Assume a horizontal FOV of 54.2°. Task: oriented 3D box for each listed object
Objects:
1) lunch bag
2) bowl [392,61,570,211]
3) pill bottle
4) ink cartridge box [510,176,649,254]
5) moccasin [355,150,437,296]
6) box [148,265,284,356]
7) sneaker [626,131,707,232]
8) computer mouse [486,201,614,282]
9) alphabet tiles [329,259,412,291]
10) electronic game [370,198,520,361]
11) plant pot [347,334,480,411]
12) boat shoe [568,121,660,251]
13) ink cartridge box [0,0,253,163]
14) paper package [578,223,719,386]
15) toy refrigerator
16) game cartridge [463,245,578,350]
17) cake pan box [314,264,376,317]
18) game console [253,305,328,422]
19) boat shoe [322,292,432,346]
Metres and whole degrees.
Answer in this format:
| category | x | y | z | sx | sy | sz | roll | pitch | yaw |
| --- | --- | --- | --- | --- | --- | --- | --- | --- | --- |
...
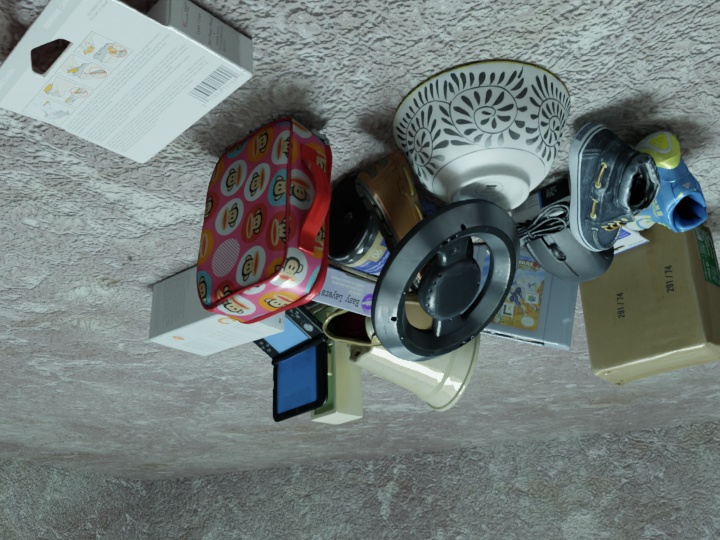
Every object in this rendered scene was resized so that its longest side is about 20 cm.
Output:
| category | x | y | z | sx | sy | sz | roll | pitch | yaw |
| --- | --- | --- | --- | --- | --- | --- | --- | --- | --- |
| lunch bag | -0.094 | -0.058 | 0.751 | 0.173 | 0.206 | 0.081 | -22 | 146 | 39 |
| bowl | 0.133 | -0.121 | 0.762 | 0.194 | 0.097 | 0.202 | -1 | 156 | -1 |
| pill bottle | 0.053 | -0.043 | 0.912 | 0.196 | 0.115 | 0.111 | 17 | 150 | -38 |
| ink cartridge box | 0.307 | -0.066 | 0.980 | 0.197 | 0.040 | 0.098 | 19 | 149 | -38 |
| moccasin | 0.064 | -0.042 | 0.808 | 0.077 | 0.074 | 0.204 | -33 | 115 | -9 |
| box | -0.231 | 0.059 | 1.134 | 0.196 | 0.100 | 0.123 | -19 | 152 | 34 |
| sneaker | 0.365 | -0.076 | 0.862 | 0.074 | 0.107 | 0.200 | -26 | 152 | 7 |
| computer mouse | 0.277 | -0.022 | 0.963 | 0.197 | 0.054 | 0.137 | 18 | 149 | -38 |
| alphabet tiles | 0.000 | 0.000 | 0.999 | 0.163 | 0.008 | 0.199 | 20 | -178 | 21 |
| electronic game | 0.097 | 0.015 | 0.776 | 0.195 | 0.042 | 0.205 | -19 | 130 | -24 |
| plant pot | 0.080 | 0.120 | 1.220 | 0.179 | 0.206 | 0.200 | 18 | 152 | -18 |
| boat shoe | 0.296 | -0.074 | 0.823 | 0.070 | 0.091 | 0.202 | -38 | 139 | -7 |
| ink cartridge box | -0.223 | -0.184 | 0.643 | 0.197 | 0.046 | 0.174 | -23 | 150 | 38 |
| paper package | 0.428 | 0.044 | 1.035 | 0.102 | 0.206 | 0.188 | 17 | 151 | -38 |
| toy refrigerator | -0.047 | 0.162 | 1.258 | 0.069 | 0.206 | 0.075 | 17 | 152 | -38 |
| game cartridge | 0.224 | 0.034 | 1.056 | 0.194 | 0.137 | 0.042 | 10 | 168 | 11 |
| cake pan box | -0.087 | 0.000 | 0.966 | 0.196 | 0.054 | 0.183 | 17 | -175 | -37 |
| game console | -0.145 | 0.156 | 1.252 | 0.176 | 0.118 | 0.198 | 43 | 142 | -15 |
| boat shoe | 0.029 | 0.077 | 1.001 | 0.196 | 0.076 | 0.066 | -13 | 179 | 39 |
